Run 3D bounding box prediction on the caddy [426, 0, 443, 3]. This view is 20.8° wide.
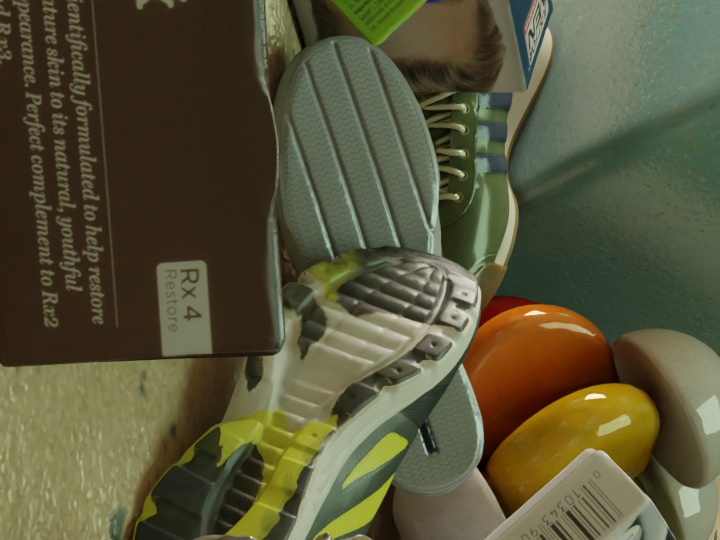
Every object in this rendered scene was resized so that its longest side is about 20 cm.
[{"bbox_3d":[-0.010,-0.181,0.675,0.200,0.141,0.105,74,29,-65],"label":"caddy"}]

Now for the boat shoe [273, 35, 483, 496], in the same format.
[{"bbox_3d":[0.000,0.000,0.850,0.071,0.072,0.200,-173,-108,-77],"label":"boat shoe"}]

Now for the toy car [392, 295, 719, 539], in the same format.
[{"bbox_3d":[0.084,0.092,0.992,0.150,0.175,0.200,55,-17,29],"label":"toy car"}]

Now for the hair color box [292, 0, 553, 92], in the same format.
[{"bbox_3d":[0.013,-0.166,0.816,0.200,0.100,0.061,72,28,-44],"label":"hair color box"}]

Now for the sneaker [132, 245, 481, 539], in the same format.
[{"bbox_3d":[-0.020,0.071,0.770,0.200,0.074,0.085,-48,152,-32],"label":"sneaker"}]

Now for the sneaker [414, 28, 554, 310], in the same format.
[{"bbox_3d":[0.040,-0.074,0.972,0.090,0.067,0.200,51,46,-44],"label":"sneaker"}]

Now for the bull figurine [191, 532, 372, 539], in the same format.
[{"bbox_3d":[-0.004,0.150,0.666,0.200,0.121,0.065,28,48,-26],"label":"bull figurine"}]

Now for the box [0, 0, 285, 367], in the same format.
[{"bbox_3d":[-0.061,-0.046,0.545,0.200,0.075,0.100,-119,-154,-77],"label":"box"}]

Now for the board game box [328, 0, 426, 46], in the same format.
[{"bbox_3d":[-0.030,-0.170,0.564,0.200,0.096,0.030,45,13,-12],"label":"board game box"}]

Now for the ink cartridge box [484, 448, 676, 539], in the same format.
[{"bbox_3d":[0.067,0.186,0.897,0.198,0.043,0.200,-42,151,-1],"label":"ink cartridge box"}]

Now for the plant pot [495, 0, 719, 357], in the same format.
[{"bbox_3d":[0.182,-0.076,1.051,0.196,0.200,0.197,31,53,-24],"label":"plant pot"}]
